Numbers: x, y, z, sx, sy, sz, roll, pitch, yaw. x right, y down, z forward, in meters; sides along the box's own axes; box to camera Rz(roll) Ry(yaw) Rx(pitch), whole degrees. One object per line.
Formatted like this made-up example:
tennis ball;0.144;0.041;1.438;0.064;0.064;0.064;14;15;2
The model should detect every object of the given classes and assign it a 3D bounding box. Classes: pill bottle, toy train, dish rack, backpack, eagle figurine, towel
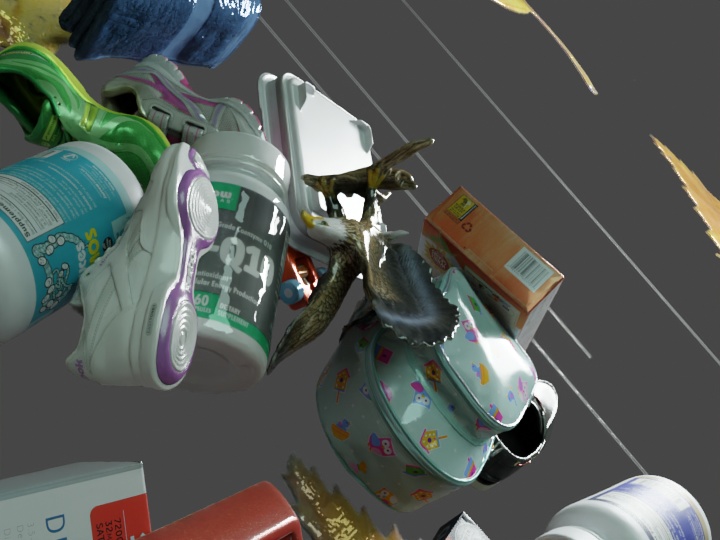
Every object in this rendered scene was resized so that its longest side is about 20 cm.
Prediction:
pill bottle;-0.253;-0.016;0.678;0.111;0.111;0.200;46;35;1
toy train;-0.055;-0.031;0.958;0.151;0.055;0.200;65;28;-4
dish rack;-0.029;-0.101;0.952;0.171;0.043;0.202;27;49;-51
backpack;0.059;0.108;0.845;0.176;0.153;0.200;52;41;-11
pill bottle;-0.119;-0.010;0.776;0.113;0.113;0.201;25;53;-27
eagle figurine;-0.006;-0.002;0.796;0.150;0.152;0.202;8;61;-23
towel;-0.200;-0.260;0.967;0.199;0.111;0.049;-6;66;-49
pill bottle;0.245;0.275;0.897;0.199;0.120;0.120;-3;57;-47

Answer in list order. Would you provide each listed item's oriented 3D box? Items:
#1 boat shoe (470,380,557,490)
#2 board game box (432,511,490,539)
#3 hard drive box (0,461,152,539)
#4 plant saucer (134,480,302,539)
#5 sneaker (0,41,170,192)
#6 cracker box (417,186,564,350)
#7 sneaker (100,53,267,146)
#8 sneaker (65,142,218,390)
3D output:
boat shoe;0.172;0.164;0.987;0.074;0.063;0.201;49;33;10
board game box;0.076;0.292;0.691;0.136;0.035;0.200;47;36;3
hard drive box;-0.209;0.196;0.489;0.199;0.076;0.157;-5;84;-48
plant saucer;-0.077;0.246;0.553;0.200;0.036;0.202;-5;85;-64
sneaker;-0.252;-0.121;0.824;0.199;0.074;0.084;35;32;1
cracker box;0.119;0.021;0.944;0.058;0.200;0.134;-40;72;-20
sneaker;-0.174;-0.132;0.894;0.199;0.082;0.088;31;42;24
sneaker;-0.160;-0.010;0.671;0.075;0.099;0.201;63;27;-53
